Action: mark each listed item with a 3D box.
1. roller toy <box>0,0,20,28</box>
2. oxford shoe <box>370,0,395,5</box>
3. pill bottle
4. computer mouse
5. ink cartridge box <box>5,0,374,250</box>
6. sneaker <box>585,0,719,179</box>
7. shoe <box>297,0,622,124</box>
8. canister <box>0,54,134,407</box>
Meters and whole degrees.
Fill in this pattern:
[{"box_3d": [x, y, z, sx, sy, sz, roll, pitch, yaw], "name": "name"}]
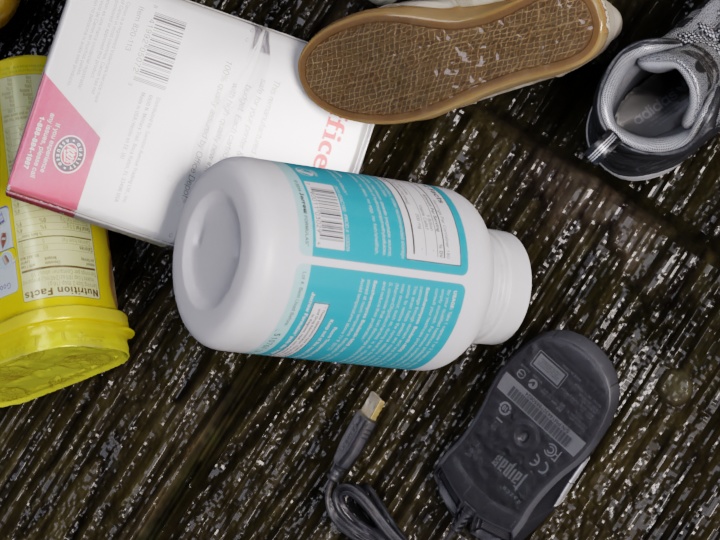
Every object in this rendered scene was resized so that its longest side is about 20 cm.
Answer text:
[{"box_3d": [-0.323, -0.256, 1.488, 0.199, 0.140, 0.183, 7, 94, 23], "name": "roller toy"}, {"box_3d": [0.009, -0.265, 1.348, 0.075, 0.058, 0.201, -4, 83, 61], "name": "oxford shoe"}, {"box_3d": [0.000, 0.000, 1.258, 0.111, 0.200, 0.111, -19, 67, 55], "name": "pill bottle"}, {"box_3d": [0.067, 0.104, 1.300, 0.140, 0.046, 0.200, 37, 108, 21], "name": "computer mouse"}, {"box_3d": [-0.102, -0.084, 1.338, 0.199, 0.083, 0.147, 19, 89, -9], "name": "ink cartridge box"}, {"box_3d": [0.206, -0.123, 1.221, 0.200, 0.114, 0.076, -43, 85, 14], "name": "sneaker"}, {"box_3d": [0.059, -0.128, 1.265, 0.199, 0.053, 0.070, -7, 100, 27], "name": "shoe"}, {"box_3d": [-0.230, -0.025, 1.425, 0.148, 0.086, 0.201, -21, 70, 36], "name": "canister"}]
